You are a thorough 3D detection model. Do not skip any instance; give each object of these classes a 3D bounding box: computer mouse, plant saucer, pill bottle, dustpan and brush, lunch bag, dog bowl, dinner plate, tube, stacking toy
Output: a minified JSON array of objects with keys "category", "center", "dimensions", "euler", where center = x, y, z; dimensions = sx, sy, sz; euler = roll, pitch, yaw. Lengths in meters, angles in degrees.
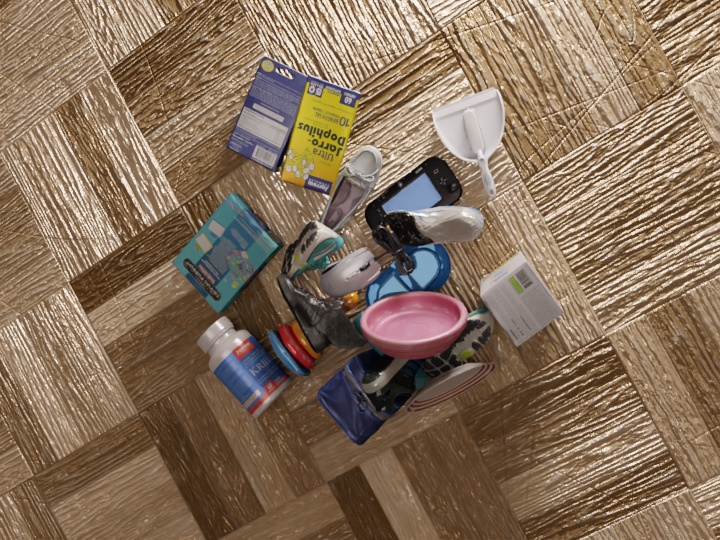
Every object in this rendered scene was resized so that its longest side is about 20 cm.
[{"category":"computer mouse","center":[0.000,0.000,1.270],"dimensions":[0.198,0.044,0.111],"euler":[-31,100,22]},{"category":"plant saucer","center":[0.098,0.103,1.194],"dimensions":[0.195,0.201,0.052],"euler":[-3,113,12]},{"category":"pill bottle","center":[-0.246,0.198,1.360],"dimensions":[0.200,0.112,0.112],"euler":[46,102,3]},{"category":"dustpan and brush","center":[0.226,-0.236,1.249],"dimensions":[0.136,0.057,0.205],"euler":[-17,92,12]},{"category":"lunch bag","center":[0.015,0.234,1.267],"dimensions":[0.132,0.200,0.136],"euler":[-44,81,10]},{"category":"dog bowl","center":[0.097,0.021,1.306],"dimensions":[0.112,0.050,0.200],"euler":[45,101,4]},{"category":"dinner plate","center":[0.170,0.218,1.243],"dimensions":[0.197,0.200,0.025],"euler":[-30,67,12]},{"category":"tube","center":[0.064,0.160,1.288],"dimensions":[0.200,0.077,0.051],"euler":[44,114,29]},{"category":"stacking toy","center":[-0.082,0.113,1.335],"dimensions":[0.199,0.110,0.117],"euler":[-41,80,1]}]

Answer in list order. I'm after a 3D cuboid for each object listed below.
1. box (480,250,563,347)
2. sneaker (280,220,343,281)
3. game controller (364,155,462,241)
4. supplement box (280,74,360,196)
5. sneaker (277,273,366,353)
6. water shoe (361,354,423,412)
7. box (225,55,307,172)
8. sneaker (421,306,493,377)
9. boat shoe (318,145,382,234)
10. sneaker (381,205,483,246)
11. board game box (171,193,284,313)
[{"category":"box","center":[0.290,0.046,1.192],"dimensions":[0.101,0.200,0.113],"euler":[-38,90,13]},{"category":"sneaker","center":[-0.105,-0.018,1.303],"dimensions":[0.078,0.079,0.200],"euler":[20,142,-25]},{"category":"game controller","center":[0.103,-0.135,1.294],"dimensions":[0.198,0.042,0.105],"euler":[-36,88,12]},{"category":"supplement box","center":[-0.081,-0.261,1.273],"dimensions":[0.106,0.110,0.205],"euler":[15,99,-9]},{"category":"sneaker","center":[-0.076,0.079,1.275],"dimensions":[0.103,0.060,0.203],"euler":[-29,86,-12]},{"category":"water shoe","center":[0.073,0.188,1.193],"dimensions":[0.071,0.199,0.081],"euler":[-14,102,44]},{"category":"box","center":[-0.185,-0.321,1.339],"dimensions":[0.119,0.032,0.204],"euler":[26,100,8]},{"category":"sneaker","center":[0.187,0.143,1.280],"dimensions":[0.078,0.080,0.199],"euler":[47,121,-6]},{"category":"boat shoe","center":[-0.022,-0.154,1.301],"dimensions":[0.074,0.065,0.204],"euler":[35,102,-4]},{"category":"sneaker","center":[0.139,-0.089,1.249],"dimensions":[0.195,0.073,0.074],"euler":[2,112,16]},{"category":"board game box","center":[-0.281,-0.036,1.378],"dimensions":[0.151,0.047,0.200],"euler":[45,102,4]}]
